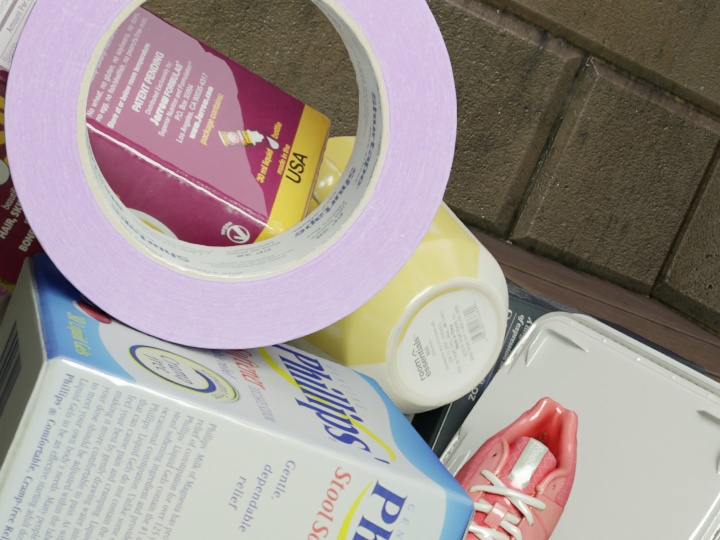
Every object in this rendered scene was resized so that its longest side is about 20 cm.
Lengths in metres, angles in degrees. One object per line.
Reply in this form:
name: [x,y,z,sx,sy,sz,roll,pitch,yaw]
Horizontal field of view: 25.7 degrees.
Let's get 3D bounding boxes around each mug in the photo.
mug: [0.001,0.009,0.969,0.186,0.150,0.153,15,15,-36]

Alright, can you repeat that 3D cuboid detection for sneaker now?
sneaker: [0.063,0.126,0.809,0.073,0.087,0.200,31,31,7]

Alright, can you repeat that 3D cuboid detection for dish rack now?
dish rack: [0.139,0.118,0.937,0.199,0.172,0.044,29,-10,39]

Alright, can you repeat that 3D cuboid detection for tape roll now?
tape roll: [-0.059,-0.069,0.715,0.199,0.201,0.066,22,7,-15]

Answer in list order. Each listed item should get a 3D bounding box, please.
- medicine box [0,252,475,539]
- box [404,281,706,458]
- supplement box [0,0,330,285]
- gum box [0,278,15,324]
medicine box: [-0.074,0.090,0.732,0.199,0.104,0.182,21,8,-18]
box: [0.114,0.095,1.100,0.199,0.150,0.107,19,6,-31]
supplement box: [-0.135,-0.058,0.815,0.199,0.131,0.104,29,43,-14]
gum box: [-0.186,0.024,0.979,0.113,0.067,0.199,27,8,36]
